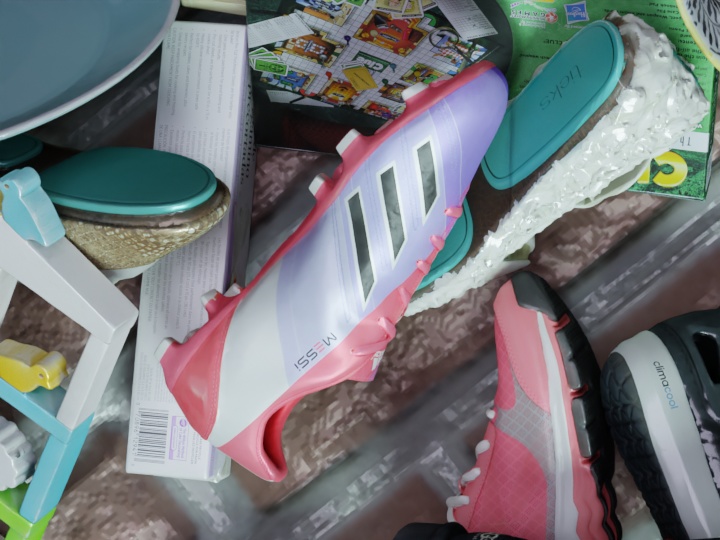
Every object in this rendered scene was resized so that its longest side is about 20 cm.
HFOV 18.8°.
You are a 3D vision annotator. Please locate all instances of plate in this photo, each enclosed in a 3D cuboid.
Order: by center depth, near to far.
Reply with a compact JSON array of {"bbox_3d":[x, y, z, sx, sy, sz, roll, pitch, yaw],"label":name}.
[{"bbox_3d":[-0.174,-0.097,0.933,0.200,0.200,0.026,0,128,12],"label":"plate"}]

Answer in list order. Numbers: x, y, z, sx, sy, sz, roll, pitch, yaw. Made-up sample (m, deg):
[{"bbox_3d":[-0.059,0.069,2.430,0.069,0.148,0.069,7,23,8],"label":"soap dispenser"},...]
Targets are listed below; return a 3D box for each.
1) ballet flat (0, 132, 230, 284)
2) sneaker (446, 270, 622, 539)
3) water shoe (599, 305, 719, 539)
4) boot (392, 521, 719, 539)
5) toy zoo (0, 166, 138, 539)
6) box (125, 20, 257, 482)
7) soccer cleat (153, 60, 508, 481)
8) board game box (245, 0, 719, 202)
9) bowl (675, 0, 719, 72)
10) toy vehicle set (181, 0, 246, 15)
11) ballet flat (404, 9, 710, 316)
[{"bbox_3d":[-0.134,-0.024,0.944,0.200,0.070,0.065,15,121,36],"label":"ballet flat"},{"bbox_3d":[0.063,0.102,0.907,0.087,0.074,0.201,-9,85,13],"label":"sneaker"},{"bbox_3d":[0.169,0.111,0.884,0.079,0.071,0.200,-23,93,-9],"label":"water shoe"},{"bbox_3d":[0.095,0.194,0.837,0.168,0.076,0.201,2,100,27],"label":"boot"},{"bbox_3d":[-0.170,0.032,0.933,0.131,0.020,0.200,35,127,12],"label":"toy zoo"},{"bbox_3d":[-0.072,-0.008,0.959,0.041,0.039,0.200,3,88,11],"label":"box"},{"bbox_3d":[0.000,0.000,0.883,0.076,0.067,0.200,47,109,6],"label":"soccer cleat"},{"bbox_3d":[0.050,-0.088,0.917,0.200,0.023,0.105,8,125,12],"label":"board game box"},{"bbox_3d":[0.184,-0.169,0.828,0.201,0.201,0.094,-45,37,6],"label":"bowl"},{"bbox_3d":[0.020,-0.154,0.908,0.200,0.027,0.124,10,134,9],"label":"toy vehicle set"},{"bbox_3d":[0.065,-0.030,0.904,0.200,0.072,0.072,-36,79,37],"label":"ballet flat"}]
